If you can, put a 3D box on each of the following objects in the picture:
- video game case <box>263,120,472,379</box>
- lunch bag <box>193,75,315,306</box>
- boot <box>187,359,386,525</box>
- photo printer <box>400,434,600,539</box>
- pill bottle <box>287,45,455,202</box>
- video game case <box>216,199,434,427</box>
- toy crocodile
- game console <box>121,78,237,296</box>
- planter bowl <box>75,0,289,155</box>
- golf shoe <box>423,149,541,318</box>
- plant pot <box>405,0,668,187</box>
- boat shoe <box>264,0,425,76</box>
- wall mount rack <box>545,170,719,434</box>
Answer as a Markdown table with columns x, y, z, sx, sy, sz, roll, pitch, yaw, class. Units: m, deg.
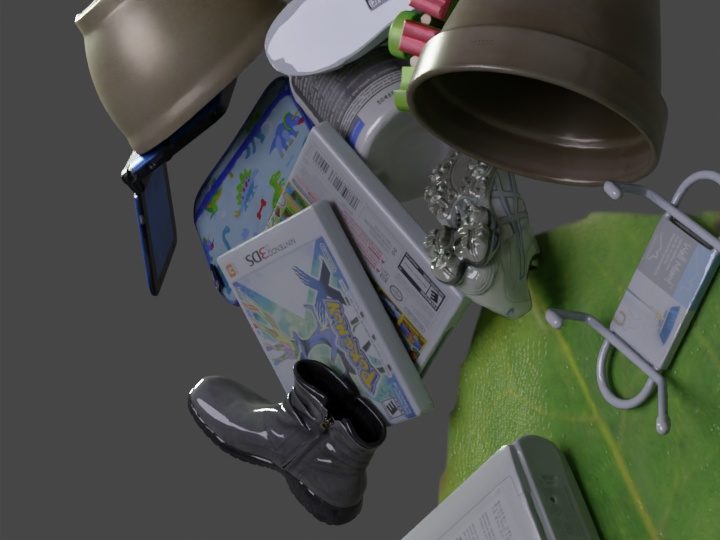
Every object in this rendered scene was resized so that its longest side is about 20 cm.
| x | y | z | sx | sy | sz | roll | pitch | yaw | class |
| --- | --- | --- | --- | --- | --- | --- | --- | --- | --- |
| 0.000 | 0.000 | 1.743 | 0.200 | 0.023 | 0.182 | 49 | 142 | 17 | video game case |
| -0.075 | -0.071 | 1.909 | 0.200 | 0.082 | 0.161 | -51 | 43 | 32 | lunch bag |
| -0.062 | 0.122 | 1.797 | 0.200 | 0.070 | 0.132 | 32 | 136 | 19 | boot |
| 0.106 | 0.252 | 1.616 | 0.200 | 0.069 | 0.167 | -48 | 49 | 37 | photo printer |
| 0.006 | -0.160 | 1.792 | 0.114 | 0.114 | 0.200 | -61 | 42 | 24 | pill bottle |
| -0.034 | 0.052 | 1.780 | 0.182 | 0.022 | 0.200 | -26 | 93 | 56 | video game case |
| 0.067 | -0.222 | 1.628 | 0.067 | 0.062 | 0.200 | 20 | 97 | 25 | toy crocodile |
| -0.164 | -0.093 | 1.999 | 0.171 | 0.118 | 0.200 | -37 | 14 | 11 | game console |
| -0.179 | -0.225 | 1.901 | 0.200 | 0.135 | 0.200 | -40 | 13 | 11 | planter bowl |
| 0.106 | -0.038 | 1.670 | 0.078 | 0.097 | 0.200 | -31 | 31 | 31 | golf shoe |
| 0.151 | -0.184 | 1.566 | 0.200 | 0.200 | 0.174 | -7 | 62 | 52 | plant pot |
| 0.014 | -0.222 | 1.722 | 0.200 | 0.068 | 0.072 | -30 | 77 | 18 | boat shoe |
| 0.221 | 0.026 | 1.506 | 0.174 | 0.074 | 0.200 | 44 | 118 | 47 | wall mount rack |
